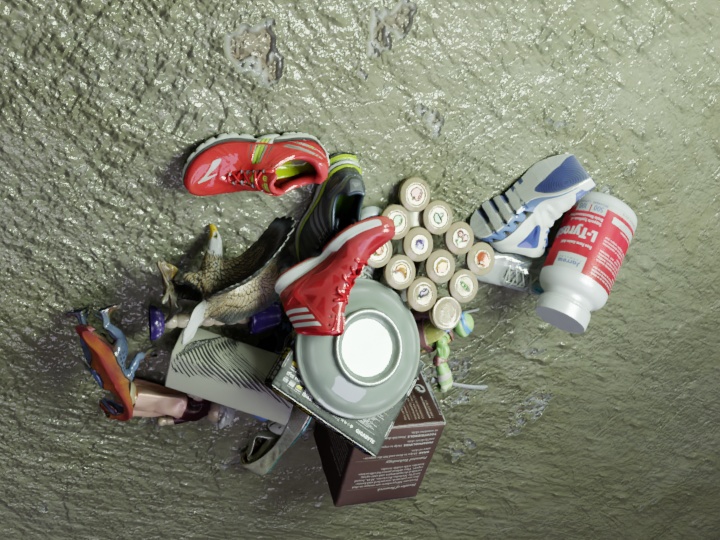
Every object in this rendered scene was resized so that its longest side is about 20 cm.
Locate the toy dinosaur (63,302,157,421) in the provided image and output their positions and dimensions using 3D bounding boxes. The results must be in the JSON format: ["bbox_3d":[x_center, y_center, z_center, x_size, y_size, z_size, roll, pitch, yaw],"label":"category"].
[{"bbox_3d":[-0.370,0.144,1.148,0.102,0.200,0.186,-9,102,6],"label":"toy dinosaur"}]

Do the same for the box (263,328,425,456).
[{"bbox_3d":[-0.021,0.153,1.189,0.198,0.049,0.162,36,71,-15],"label":"box"}]

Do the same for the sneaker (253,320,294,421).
[{"bbox_3d":[-0.147,0.160,1.307,0.076,0.071,0.202,22,119,-19],"label":"sneaker"}]

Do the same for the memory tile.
[{"bbox_3d":[0.103,-0.023,1.191,0.199,0.017,0.155,41,80,-19],"label":"memory tile"}]

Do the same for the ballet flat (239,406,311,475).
[{"bbox_3d":[-0.150,0.290,1.413,0.061,0.068,0.202,23,117,-24],"label":"ballet flat"}]

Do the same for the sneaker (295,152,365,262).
[{"bbox_3d":[-0.042,-0.063,1.141,0.072,0.082,0.203,1,128,-22],"label":"sneaker"}]

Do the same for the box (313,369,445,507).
[{"bbox_3d":[0.026,0.275,1.399,0.160,0.168,0.203,-2,130,-21],"label":"box"}]

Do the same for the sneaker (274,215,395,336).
[{"bbox_3d":[-0.018,0.021,1.099,0.198,0.117,0.078,-34,156,20],"label":"sneaker"}]

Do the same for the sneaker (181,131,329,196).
[{"bbox_3d":[-0.134,-0.131,1.043,0.195,0.086,0.078,-13,132,-11],"label":"sneaker"}]

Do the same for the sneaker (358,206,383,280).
[{"bbox_3d":[0.000,0.000,1.218,0.071,0.071,0.203,3,128,-24],"label":"sneaker"}]

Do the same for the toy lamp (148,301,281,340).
[{"bbox_3d":[-0.216,0.071,1.203,0.195,0.059,0.059,-3,130,-20],"label":"toy lamp"}]

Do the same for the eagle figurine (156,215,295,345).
[{"bbox_3d":[-0.180,0.006,1.117,0.194,0.152,0.155,-5,111,-11],"label":"eagle figurine"}]

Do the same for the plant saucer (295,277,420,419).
[{"bbox_3d":[0.005,0.111,1.152,0.195,0.050,0.206,2,84,-22],"label":"plant saucer"}]

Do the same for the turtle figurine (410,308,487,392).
[{"bbox_3d":[0.106,0.135,1.321,0.189,0.148,0.200,-13,166,15],"label":"turtle figurine"}]

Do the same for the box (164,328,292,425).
[{"bbox_3d":[-0.191,0.158,1.222,0.195,0.083,0.069,17,124,-5],"label":"box"}]

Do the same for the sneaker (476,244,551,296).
[{"bbox_3d":[0.277,0.006,1.326,0.195,0.088,0.076,0,131,-20],"label":"sneaker"}]

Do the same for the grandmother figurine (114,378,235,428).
[{"bbox_3d":[-0.290,0.218,1.303,0.197,0.062,0.120,16,149,-35],"label":"grandmother figurine"}]

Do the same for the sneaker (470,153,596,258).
[{"bbox_3d":[0.277,-0.089,1.258,0.197,0.082,0.115,-31,137,16],"label":"sneaker"}]

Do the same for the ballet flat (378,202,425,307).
[{"bbox_3d":[0.075,-0.020,1.236,0.068,0.070,0.203,-3,130,-19],"label":"ballet flat"}]

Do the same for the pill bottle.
[{"bbox_3d":[0.349,-0.011,1.260,0.112,0.111,0.203,40,71,-41],"label":"pill bottle"}]
